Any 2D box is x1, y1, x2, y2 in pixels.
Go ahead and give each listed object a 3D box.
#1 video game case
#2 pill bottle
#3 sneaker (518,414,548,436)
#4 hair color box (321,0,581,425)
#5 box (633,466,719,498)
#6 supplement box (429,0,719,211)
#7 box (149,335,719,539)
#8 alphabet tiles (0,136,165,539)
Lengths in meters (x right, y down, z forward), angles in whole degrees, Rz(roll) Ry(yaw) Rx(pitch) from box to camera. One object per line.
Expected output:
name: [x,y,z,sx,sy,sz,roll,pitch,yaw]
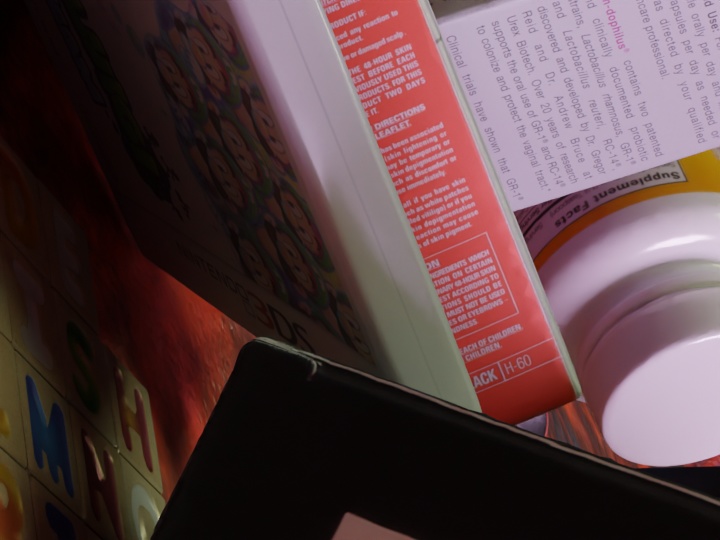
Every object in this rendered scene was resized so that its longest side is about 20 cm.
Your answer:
video game case: [-0.051,-0.065,0.624,0.182,0.024,0.200,32,-31,58]
pill bottle: [0.100,-0.024,0.964,0.109,0.109,0.200,61,8,-50]
sneaker: [0.000,0.000,0.968,0.201,0.074,0.087,64,-12,-26]
hair color box: [-0.004,-0.055,0.704,0.102,0.061,0.201,-105,173,-70]
box: [0.067,0.116,0.724,0.032,0.199,0.121,-43,120,-45]
supplement box: [0.029,-0.084,0.820,0.103,0.199,0.101,61,15,-48]
box: [0.042,0.119,0.588,0.107,0.148,0.200,-64,156,-17]
alphabet tiles: [-0.081,0.032,0.572,0.200,0.008,0.168,56,19,-58]
